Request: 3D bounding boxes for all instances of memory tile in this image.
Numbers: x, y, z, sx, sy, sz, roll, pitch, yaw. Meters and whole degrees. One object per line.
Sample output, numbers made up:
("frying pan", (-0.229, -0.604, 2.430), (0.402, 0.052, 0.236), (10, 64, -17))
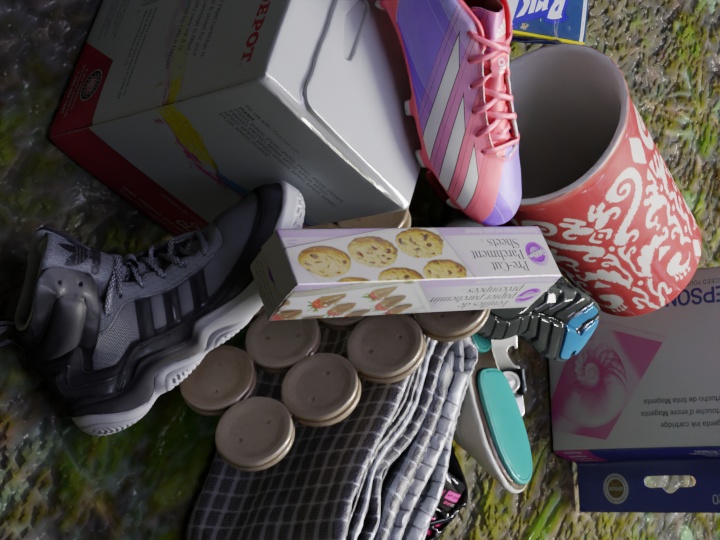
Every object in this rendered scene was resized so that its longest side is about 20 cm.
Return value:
("memory tile", (-0.028, 0.032, 0.986), (0.199, 0.153, 0.017), (-32, 140, -12))

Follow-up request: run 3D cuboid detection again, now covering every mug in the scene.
("mug", (0.162, -0.067, 1.171), (0.134, 0.177, 0.200), (-54, 137, -6))

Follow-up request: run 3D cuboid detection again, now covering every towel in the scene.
("towel", (-0.020, 0.120, 1.011), (0.085, 0.165, 0.201), (40, 56, -31))

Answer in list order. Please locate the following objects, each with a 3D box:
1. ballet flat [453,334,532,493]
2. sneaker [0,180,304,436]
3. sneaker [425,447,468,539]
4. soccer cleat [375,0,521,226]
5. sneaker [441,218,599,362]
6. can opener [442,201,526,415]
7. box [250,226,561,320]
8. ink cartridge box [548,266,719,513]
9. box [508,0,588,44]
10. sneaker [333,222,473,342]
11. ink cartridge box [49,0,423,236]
("ballet flat", (0.077, 0.079, 1.183), (0.069, 0.069, 0.202), (-2, 71, -48))
("sneaker", (-0.130, 0.003, 0.907), (0.114, 0.200, 0.076), (40, 12, -29))
("sneaker", (0.033, 0.173, 1.121), (0.076, 0.083, 0.202), (20, 70, -45))
("soccer cleat", (0.064, -0.119, 0.909), (0.067, 0.076, 0.202), (-39, 115, -46))
("sneaker", (0.098, 0.011, 1.133), (0.074, 0.082, 0.200), (-55, 141, 0))
("can opener", (0.096, 0.031, 1.246), (0.052, 0.066, 0.202), (-4, 84, -13))
("box", (0.030, 0.000, 0.912), (0.198, 0.039, 0.042), (-1, 58, -35))
("ink cartridge box", (0.247, 0.104, 1.290), (0.043, 0.195, 0.203), (4, 80, -46))
("box", (0.082, -0.202, 1.076), (0.199, 0.064, 0.071), (-1, 99, -48))
("sneaker", (0.000, 0.000, 1.111), (0.076, 0.091, 0.201), (-37, 114, -11))
("ink cartridge box", (-0.064, -0.120, 0.967), (0.144, 0.199, 0.147), (39, 57, -37))
